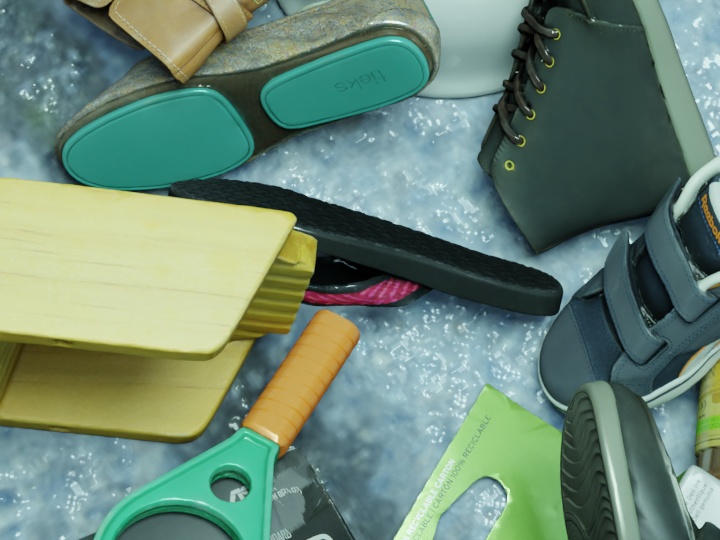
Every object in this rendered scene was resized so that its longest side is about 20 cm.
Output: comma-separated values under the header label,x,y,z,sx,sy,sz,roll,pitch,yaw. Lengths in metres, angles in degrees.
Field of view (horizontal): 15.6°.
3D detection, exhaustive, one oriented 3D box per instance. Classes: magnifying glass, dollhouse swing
label,x,y,z,sx,sy,sz,roll,pitch,yaw
magnifying glass,-0.056,0.094,1.207,0.079,0.022,0.200,27,53,10
dollhouse swing,-0.122,0.074,1.166,0.181,0.200,0.177,7,74,-5

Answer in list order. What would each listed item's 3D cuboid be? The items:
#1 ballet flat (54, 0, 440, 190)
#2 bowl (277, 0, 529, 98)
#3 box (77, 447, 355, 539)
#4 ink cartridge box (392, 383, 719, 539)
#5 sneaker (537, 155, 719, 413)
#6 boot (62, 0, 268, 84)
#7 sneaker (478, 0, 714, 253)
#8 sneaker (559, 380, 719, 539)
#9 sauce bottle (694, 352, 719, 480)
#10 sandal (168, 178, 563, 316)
label,x,y,z,sx,sy,sz,roll,pitch,yaw
ballet flat,-0.054,-0.092,1.283,0.199,0.068,0.067,-14,43,12
bowl,0.048,-0.195,1.317,0.200,0.090,0.202,2,76,-7
box,-0.078,0.188,1.187,0.199,0.050,0.158,-21,67,-23
ink cartridge box,0.114,0.158,1.239,0.199,0.076,0.148,32,74,1
sneaker,0.157,-0.001,1.242,0.199,0.079,0.079,-33,59,20
boot,-0.090,-0.185,1.286,0.155,0.077,0.200,-50,54,-1
sneaker,0.092,-0.102,1.255,0.106,0.075,0.201,-24,112,4
sneaker,0.160,0.139,1.180,0.106,0.075,0.201,-14,86,-15
sauce bottle,0.202,0.016,1.295,0.064,0.065,0.201,8,73,-5
sandal,0.000,0.000,1.273,0.199,0.075,0.045,17,104,-9
